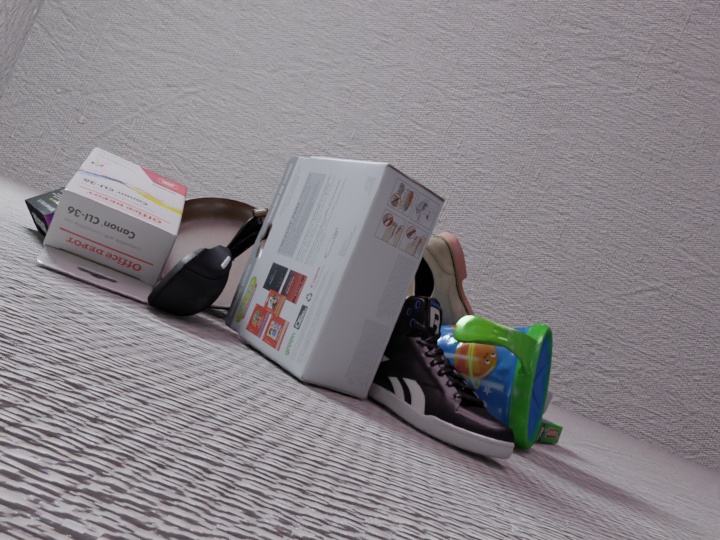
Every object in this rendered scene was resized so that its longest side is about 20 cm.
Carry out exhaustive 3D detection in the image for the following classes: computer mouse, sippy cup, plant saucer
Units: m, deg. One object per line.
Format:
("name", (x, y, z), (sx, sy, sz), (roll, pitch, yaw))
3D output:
("computer mouse", (-0.143, -0.009, 0.654), (0.046, 0.140, 0.200), (44, 1, -4))
("sippy cup", (0.143, 0.121, 0.708), (0.129, 0.180, 0.139), (8, 20, 26))
("plant saucer", (-0.186, -0.020, 0.814), (0.198, 0.032, 0.201), (12, 44, -12))

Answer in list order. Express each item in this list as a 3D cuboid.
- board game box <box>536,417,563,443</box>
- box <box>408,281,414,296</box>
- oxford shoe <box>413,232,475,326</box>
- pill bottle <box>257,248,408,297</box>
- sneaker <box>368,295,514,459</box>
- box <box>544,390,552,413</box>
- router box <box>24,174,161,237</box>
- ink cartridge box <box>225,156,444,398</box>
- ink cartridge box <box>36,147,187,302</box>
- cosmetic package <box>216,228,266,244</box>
("board game box", (0.187, 0.199, 0.909), (0.199, 0.029, 0.134), (20, -3, 33))
("box", (0.000, 0.000, 0.837), (0.200, 0.095, 0.078), (40, -49, -14))
("oxford shoe", (0.102, 0.055, 0.797), (0.073, 0.202, 0.071), (-13, 0, -34))
("pill bottle", (-0.042, 0.048, 0.734), (0.198, 0.113, 0.112), (23, -3, -14))
("sneaker", (0.067, 0.084, 0.572), (0.199, 0.113, 0.073), (20, -3, 44))
("box", (0.168, 0.145, 0.918), (0.144, 0.037, 0.200), (33, -11, -25))
("router box", (-0.360, -0.090, 0.834), (0.148, 0.052, 0.199), (-26, 24, -27))
("ink cartridge box", (-0.034, -0.005, 0.611), (0.083, 0.202, 0.175), (24, -3, -38))
("ink cartridge box", (-0.256, -0.054, 0.656), (0.116, 0.068, 0.200), (23, 20, -22))
("cosmetic package", (-0.124, 0.010, 0.918), (0.198, 0.109, 0.085), (13, -3, -6))
